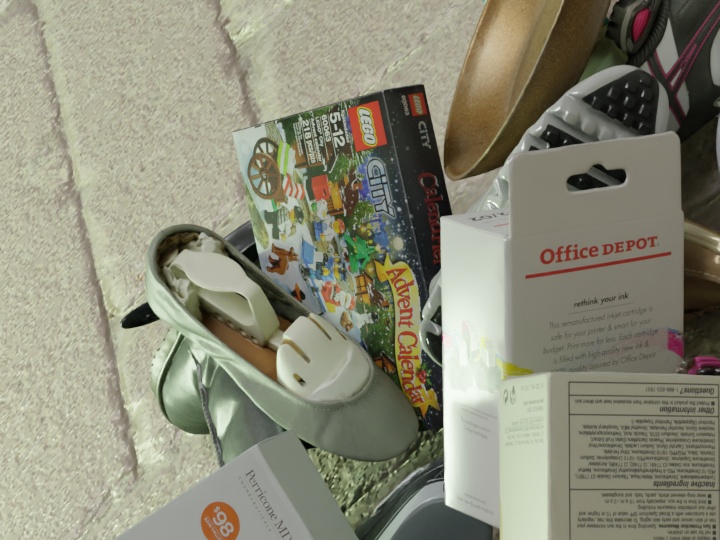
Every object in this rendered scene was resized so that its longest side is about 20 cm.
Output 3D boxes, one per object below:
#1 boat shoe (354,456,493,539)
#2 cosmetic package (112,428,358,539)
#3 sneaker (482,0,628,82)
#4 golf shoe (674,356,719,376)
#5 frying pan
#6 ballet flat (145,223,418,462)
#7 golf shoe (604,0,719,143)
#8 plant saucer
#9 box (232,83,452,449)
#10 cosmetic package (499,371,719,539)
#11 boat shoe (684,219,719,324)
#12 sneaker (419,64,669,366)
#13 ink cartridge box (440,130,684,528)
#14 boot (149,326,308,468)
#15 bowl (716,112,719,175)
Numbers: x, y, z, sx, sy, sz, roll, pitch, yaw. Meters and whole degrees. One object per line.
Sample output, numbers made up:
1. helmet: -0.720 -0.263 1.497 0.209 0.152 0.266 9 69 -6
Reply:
1. boat shoe: 0.001 0.185 1.666 0.200 0.073 0.068 -56 16 19
2. cosmetic package: -0.050 0.211 1.615 0.151 0.201 0.052 -35 -7 24
3. sneaker: 0.117 -0.144 1.818 0.070 0.093 0.200 -45 33 11
4. golf shoe: 0.200 0.139 1.485 0.200 0.072 0.092 -111 31 -47
5. frying pan: -0.101 0.014 1.895 0.190 0.031 0.115 -29 -19 -34
6. ballet flat: -0.050 0.041 1.729 0.200 0.064 0.067 35 62 23
7. golf shoe: 0.173 -0.095 1.693 0.077 0.088 0.201 -62 -11 -60
8. plant saucer: 0.104 -0.139 1.711 0.200 0.035 0.201 -158 90 -79
9. box: 0.000 0.000 1.769 0.136 0.038 0.201 -13 90 46
10. cosmetic package: 0.125 0.151 1.437 0.071 0.105 0.201 164 108 -71
11. boat shoe: 0.159 0.013 1.646 0.200 0.071 0.065 -3 60 62
12. sneaker: 0.097 -0.037 1.659 0.200 0.075 0.081 -53 15 16
13. ink cartridge box: 0.107 0.026 1.559 0.068 0.115 0.201 19 113 56
14. boot: -0.067 0.118 1.816 0.072 0.182 0.201 -17 61 -15
15. bowl: 0.262 -0.094 1.593 0.201 0.090 0.202 -31 39 29
